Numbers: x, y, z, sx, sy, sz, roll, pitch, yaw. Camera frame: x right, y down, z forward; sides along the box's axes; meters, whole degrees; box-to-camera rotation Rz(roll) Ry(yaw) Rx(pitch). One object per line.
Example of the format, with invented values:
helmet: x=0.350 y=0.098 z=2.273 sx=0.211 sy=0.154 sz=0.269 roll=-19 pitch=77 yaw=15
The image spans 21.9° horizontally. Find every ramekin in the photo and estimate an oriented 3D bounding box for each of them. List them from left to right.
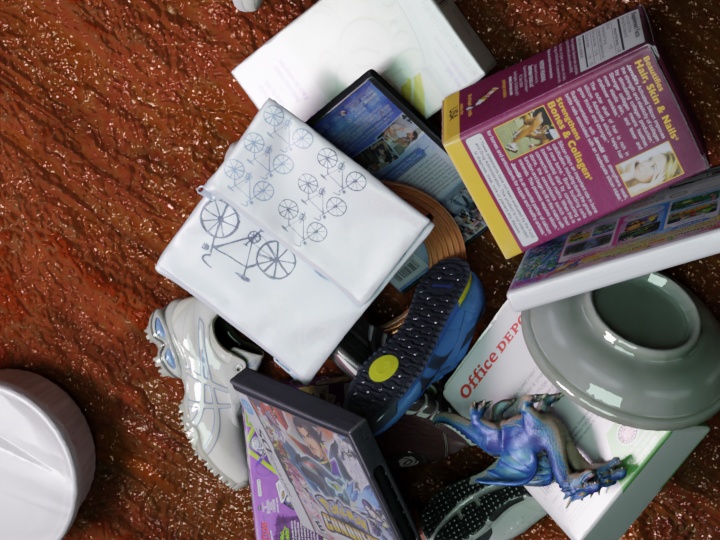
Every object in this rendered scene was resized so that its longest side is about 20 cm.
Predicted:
ramekin: x=-0.363 y=0.194 z=1.911 sx=0.200 sy=0.094 sz=0.204 roll=5 pitch=108 yaw=16

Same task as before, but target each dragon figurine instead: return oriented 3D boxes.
dragon figurine: x=0.136 y=0.162 z=1.637 sx=0.199 sy=0.059 sz=0.100 roll=-9 pitch=82 yaw=35

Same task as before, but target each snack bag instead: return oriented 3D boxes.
snack bag: x=-0.065 y=-0.023 z=1.662 sx=0.188 sy=0.021 sz=0.200 roll=37 pitch=105 yaw=-6

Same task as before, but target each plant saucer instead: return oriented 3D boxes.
plant saucer: x=0.240 y=0.049 z=1.626 sx=0.199 sy=0.201 sz=0.050 roll=25 pitch=133 yaw=7

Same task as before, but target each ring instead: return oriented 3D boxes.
ring: x=0.000 y=0.000 z=1.724 sx=0.198 sy=0.019 sz=0.202 roll=-7 pitch=125 yaw=-9

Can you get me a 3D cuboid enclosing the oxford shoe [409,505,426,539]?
oxford shoe: x=0.005 y=0.239 z=1.802 sx=0.074 sy=0.071 sz=0.200 roll=-42 pitch=104 yaw=12

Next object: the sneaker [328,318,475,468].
sneaker: x=0.017 y=0.132 z=1.766 sx=0.199 sy=0.076 sz=0.115 roll=35 pitch=125 yaw=-22

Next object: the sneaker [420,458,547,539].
sneaker: x=0.154 y=0.209 z=1.783 sx=0.199 sy=0.080 sz=0.074 roll=-28 pitch=60 yaw=10

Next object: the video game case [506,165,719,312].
video game case: x=0.234 y=-0.031 z=1.614 sx=0.198 sy=0.182 sz=0.024 roll=-17 pitch=106 yaw=21

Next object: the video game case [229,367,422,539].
video game case: x=-0.026 y=0.187 z=1.695 sx=0.199 sy=0.025 sz=0.182 roll=18 pitch=138 yaw=53

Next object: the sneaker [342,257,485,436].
sneaker: x=0.057 y=0.084 z=1.688 sx=0.066 sy=0.201 sz=0.079 roll=11 pitch=145 yaw=38

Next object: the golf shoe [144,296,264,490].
golf shoe: x=-0.133 y=0.117 z=1.831 sx=0.097 sy=0.078 sz=0.201 roll=-20 pitch=101 yaw=15

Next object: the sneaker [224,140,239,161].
sneaker: x=-0.092 y=-0.025 z=1.775 sx=0.080 sy=0.076 sz=0.201 roll=-18 pitch=100 yaw=26

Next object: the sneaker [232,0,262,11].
sneaker: x=-0.057 y=-0.316 z=1.677 sx=0.081 sy=0.075 sz=0.201 roll=27 pitch=113 yaw=-3

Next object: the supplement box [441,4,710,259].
supplement box: x=0.185 y=-0.121 z=1.618 sx=0.199 sy=0.103 sz=0.132 roll=-23 pitch=115 yaw=15

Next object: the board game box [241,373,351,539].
board game box: x=-0.050 y=0.205 z=1.833 sx=0.119 sy=0.032 sz=0.202 roll=-7 pitch=106 yaw=-11

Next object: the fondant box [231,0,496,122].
fondant box: x=0.003 y=-0.186 z=1.704 sx=0.199 sy=0.058 sz=0.145 roll=-35 pitch=95 yaw=24

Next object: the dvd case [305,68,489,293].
dvd case: x=0.025 y=-0.078 z=1.705 sx=0.142 sy=0.018 sz=0.200 roll=-38 pitch=119 yaw=22

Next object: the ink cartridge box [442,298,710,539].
ink cartridge box: x=0.192 y=0.126 z=1.687 sx=0.200 sy=0.084 sz=0.146 roll=48 pitch=114 yaw=28
